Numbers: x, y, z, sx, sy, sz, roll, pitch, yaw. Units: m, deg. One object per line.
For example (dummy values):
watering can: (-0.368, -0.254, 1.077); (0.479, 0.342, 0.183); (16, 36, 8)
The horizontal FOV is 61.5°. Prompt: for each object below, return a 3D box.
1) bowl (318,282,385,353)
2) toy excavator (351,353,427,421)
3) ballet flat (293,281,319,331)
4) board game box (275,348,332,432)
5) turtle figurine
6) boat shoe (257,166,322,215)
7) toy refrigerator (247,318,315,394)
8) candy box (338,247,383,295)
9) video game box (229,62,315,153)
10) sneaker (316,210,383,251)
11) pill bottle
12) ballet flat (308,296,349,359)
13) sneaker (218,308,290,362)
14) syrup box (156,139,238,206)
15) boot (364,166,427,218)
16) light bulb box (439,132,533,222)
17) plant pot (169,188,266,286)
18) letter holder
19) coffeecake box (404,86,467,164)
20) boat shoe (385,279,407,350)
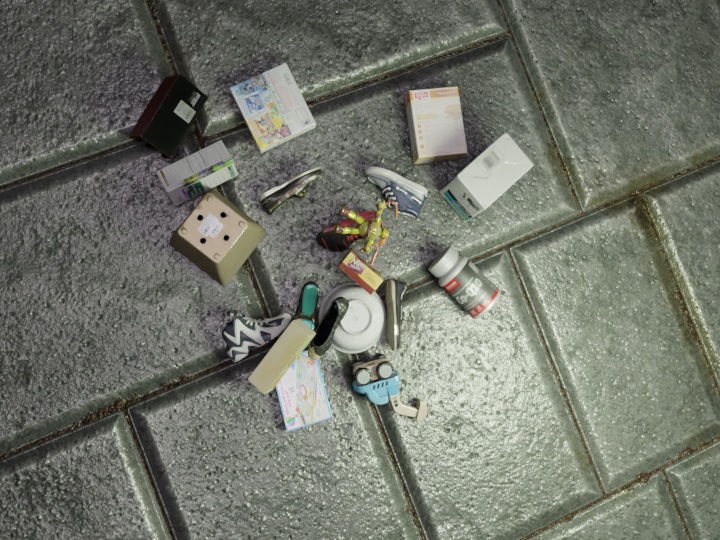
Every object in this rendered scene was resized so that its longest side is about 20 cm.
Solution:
bowl: (-0.017, 0.133, 1.705); (0.198, 0.090, 0.205); (1, 85, -9)
toy excavator: (0.080, 0.342, 1.709); (0.192, 0.100, 0.203); (-14, 100, -8)
ballet flat: (-0.153, 0.129, 1.690); (0.067, 0.068, 0.203); (16, 92, -7)
board game box: (-0.167, 0.331, 1.692); (0.132, 0.034, 0.203); (-14, 87, -10)
turtle figurine: (0.011, -0.108, 1.658); (0.159, 0.065, 0.202); (15, 119, -11)
boat shoe: (-0.191, -0.228, 1.721); (0.199, 0.072, 0.061); (-29, 94, -3)
toy refrigerator: (-0.207, 0.231, 1.623); (0.070, 0.076, 0.201); (39, 96, 7)
candy box: (0.000, 0.000, 1.661); (0.116, 0.200, 0.057); (41, 95, -3)
video game box: (-0.251, -0.466, 1.742); (0.180, 0.047, 0.202); (-26, 89, -12)
sneaker: (-0.031, -0.118, 1.743); (0.197, 0.087, 0.074); (-16, 126, 7)
pill bottle: (0.297, 0.033, 1.749); (0.200, 0.114, 0.114); (44, 80, -3)
ballet flat: (-0.096, 0.155, 1.645); (0.066, 0.056, 0.202); (38, 108, 35)
sneaker: (-0.299, 0.144, 1.664); (0.198, 0.080, 0.131); (-32, 99, 0)
syrup box: (-0.447, -0.267, 1.666); (0.198, 0.079, 0.082); (-30, 69, -11)
boot: (0.095, -0.226, 1.760); (0.197, 0.073, 0.092); (20, 77, -7)
light bulb box: (0.356, -0.261, 1.741); (0.198, 0.200, 0.125); (-41, 90, -10)
plant pot: (-0.386, -0.100, 1.623); (0.199, 0.177, 0.201); (38, 81, -5)
letter holder: (-0.535, -0.425, 1.677); (0.100, 0.141, 0.202); (35, 79, -37)
coffeecake box: (0.223, -0.431, 1.798); (0.151, 0.073, 0.203); (-7, 86, -9)
boat shoe: (0.111, 0.127, 1.734); (0.062, 0.073, 0.203); (2, 81, -19)
